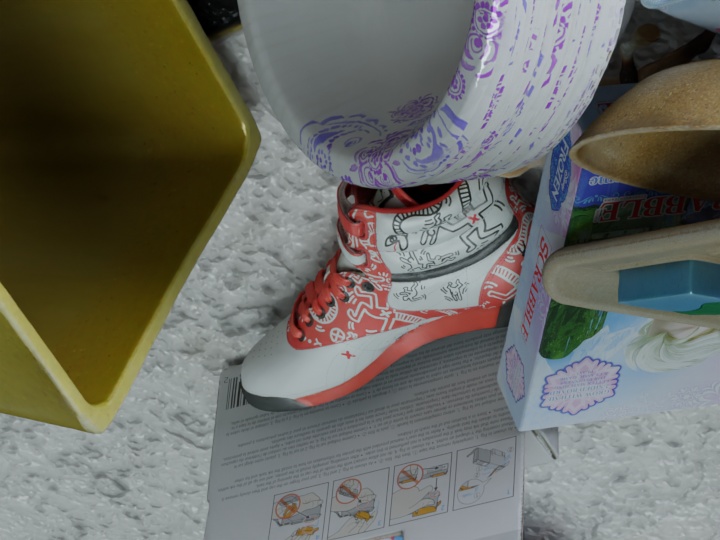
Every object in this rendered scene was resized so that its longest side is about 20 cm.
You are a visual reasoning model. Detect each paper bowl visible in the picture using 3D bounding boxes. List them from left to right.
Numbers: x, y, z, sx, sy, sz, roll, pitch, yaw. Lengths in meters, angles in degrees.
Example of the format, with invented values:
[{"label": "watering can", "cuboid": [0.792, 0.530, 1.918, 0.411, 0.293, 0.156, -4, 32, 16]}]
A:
[{"label": "paper bowl", "cuboid": [0.037, -0.137, 0.789, 0.104, 0.201, 0.201, -9, 146, -32]}]

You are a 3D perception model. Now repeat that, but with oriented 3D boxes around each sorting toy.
[{"label": "sorting toy", "cuboid": [0.206, 0.006, 0.845, 0.185, 0.037, 0.200, 9, 165, -28]}]

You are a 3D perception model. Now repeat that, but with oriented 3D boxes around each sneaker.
[{"label": "sneaker", "cuboid": [0.001, -0.001, 1.017, 0.201, 0.067, 0.108, -21, 128, 24]}]

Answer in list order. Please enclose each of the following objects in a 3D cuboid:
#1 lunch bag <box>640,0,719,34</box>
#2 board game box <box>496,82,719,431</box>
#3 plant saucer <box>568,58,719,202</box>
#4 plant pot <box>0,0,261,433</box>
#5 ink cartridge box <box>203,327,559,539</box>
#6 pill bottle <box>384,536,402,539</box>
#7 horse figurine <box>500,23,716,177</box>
[{"label": "lunch bag", "cuboid": [0.233, -0.132, 0.726, 0.170, 0.127, 0.200, 15, 166, -42]}, {"label": "board game box", "cuboid": [0.179, -0.010, 0.944, 0.200, 0.041, 0.200, -7, 137, -13]}, {"label": "plant saucer", "cuboid": [0.185, -0.054, 0.777, 0.200, 0.035, 0.200, 7, 175, 1]}, {"label": "plant pot", "cuboid": [-0.201, -0.061, 0.908, 0.200, 0.196, 0.194, 2, 138, 31]}, {"label": "ink cartridge box", "cuboid": [0.009, 0.110, 1.047, 0.200, 0.176, 0.045, -16, 137, 25]}, {"label": "pill bottle", "cuboid": [0.023, 0.192, 1.180, 0.200, 0.109, 0.109, 25, 134, -15]}, {"label": "horse figurine", "cuboid": [0.094, -0.080, 0.922, 0.200, 0.050, 0.133, -3, 150, -1]}]
